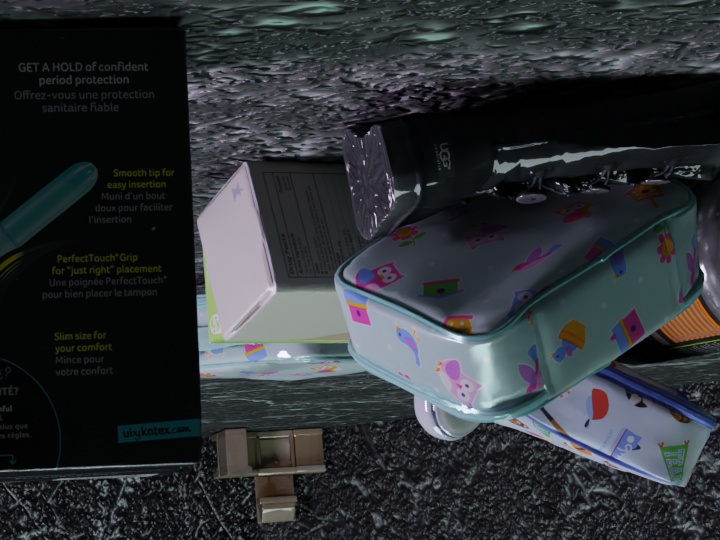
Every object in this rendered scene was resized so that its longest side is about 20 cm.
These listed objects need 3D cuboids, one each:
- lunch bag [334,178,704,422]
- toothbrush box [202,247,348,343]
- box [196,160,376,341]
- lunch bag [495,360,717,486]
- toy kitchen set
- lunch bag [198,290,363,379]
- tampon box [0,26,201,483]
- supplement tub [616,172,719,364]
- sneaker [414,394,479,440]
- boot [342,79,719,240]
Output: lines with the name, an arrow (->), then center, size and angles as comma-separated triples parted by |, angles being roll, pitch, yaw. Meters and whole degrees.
lunch bag -> 0.093, 0.002, 1.384 | 0.200, 0.077, 0.160 | -32, -148, -30
toothbrush box -> 0.000, 0.000, 1.692 | 0.145, 0.086, 0.200 | 1, 170, -36
box -> 0.006, -0.011, 1.510 | 0.199, 0.095, 0.078 | 1, 153, -30
lunch bag -> 0.170, 0.100, 1.714 | 0.160, 0.076, 0.200 | 23, 178, -6
toy kitchen set -> -0.152, 0.364, 4.220 | 0.199, 0.164, 0.180 | -3, 173, -12
lunch bag -> -0.070, 0.049, 2.018 | 0.200, 0.077, 0.160 | -10, 170, 40
tampon box -> -0.157, -0.003, 1.104 | 0.149, 0.201, 0.126 | -1, 173, -13
supplement tub -> 0.242, -0.004, 1.648 | 0.122, 0.123, 0.200 | 1, 172, -33
sneaker -> 0.108, 0.029, 1.598 | 0.073, 0.200, 0.071 | 38, 169, -35
boot -> 0.099, -0.067, 1.344 | 0.199, 0.066, 0.165 | -11, -177, -10
